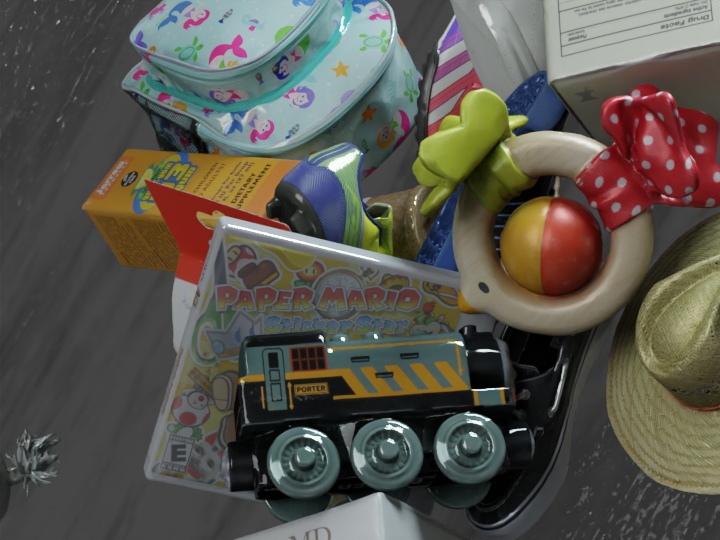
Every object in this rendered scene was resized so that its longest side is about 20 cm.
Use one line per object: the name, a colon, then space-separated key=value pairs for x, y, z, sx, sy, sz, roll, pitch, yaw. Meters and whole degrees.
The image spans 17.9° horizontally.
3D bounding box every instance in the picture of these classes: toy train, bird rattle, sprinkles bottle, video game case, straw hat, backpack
toy train: x=0.009 y=0.092 z=1.439 sx=0.198 sy=0.085 sz=0.115 roll=-4 pitch=70 yaw=-7
bird rattle: x=0.130 y=-0.041 z=1.455 sx=0.198 sy=0.113 sz=0.164 roll=4 pitch=101 yaw=2
sprinkles bottle: x=-0.025 y=-0.012 z=1.645 sx=0.199 sy=0.068 sz=0.069 roll=-12 pitch=64 yaw=33
video game case: x=-0.023 y=0.072 z=1.499 sx=0.023 sy=0.199 sz=0.183 roll=-120 pitch=46 yaw=-67
straw hat: x=0.219 y=0.037 z=1.427 sx=0.200 sy=0.085 sz=0.203 roll=-16 pitch=61 yaw=32
backpack: x=-0.058 y=-0.144 z=1.672 sx=0.178 sy=0.151 sz=0.200 roll=-44 pitch=52 yaw=-17

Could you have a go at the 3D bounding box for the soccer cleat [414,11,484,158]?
soccer cleat: x=0.095 y=-0.158 z=1.624 sx=0.073 sy=0.068 sz=0.201 roll=14 pitch=80 yaw=26

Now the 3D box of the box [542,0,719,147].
box: x=0.195 y=-0.201 z=1.523 sx=0.127 sy=0.109 sz=0.201 roll=-11 pitch=64 yaw=21

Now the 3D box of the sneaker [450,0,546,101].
sneaker: x=0.098 y=-0.217 z=1.569 sx=0.088 sy=0.201 sz=0.075 roll=-27 pitch=15 yaw=-21

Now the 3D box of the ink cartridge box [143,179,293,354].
ink cartridge box: x=-0.076 y=0.042 z=1.573 sx=0.162 sy=0.201 sz=0.057 roll=18 pitch=58 yaw=45

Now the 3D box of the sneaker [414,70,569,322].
sneaker: x=0.100 y=-0.034 z=1.544 sx=0.201 sy=0.078 sz=0.070 roll=-60 pitch=16 yaw=12

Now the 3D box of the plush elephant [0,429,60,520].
plush elephant: x=-0.348 y=0.166 z=1.754 sx=0.199 sy=0.155 sz=0.166 roll=-34 pitch=54 yaw=22

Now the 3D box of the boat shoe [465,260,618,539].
boat shoe: x=0.110 y=0.077 z=1.503 sx=0.071 sy=0.068 sz=0.201 roll=20 pitch=83 yaw=40

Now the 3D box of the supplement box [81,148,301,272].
supplement box: x=-0.108 y=-0.040 z=1.633 sx=0.199 sy=0.069 sz=0.067 roll=4 pitch=50 yaw=47

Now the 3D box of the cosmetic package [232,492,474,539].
cosmetic package: x=-0.003 y=0.274 z=1.439 sx=0.167 sy=0.166 sz=0.201 roll=-21 pitch=58 yaw=29

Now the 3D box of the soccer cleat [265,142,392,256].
soccer cleat: x=0.000 y=0.000 z=1.554 sx=0.084 sy=0.201 sz=0.065 roll=-39 pitch=44 yaw=-19
